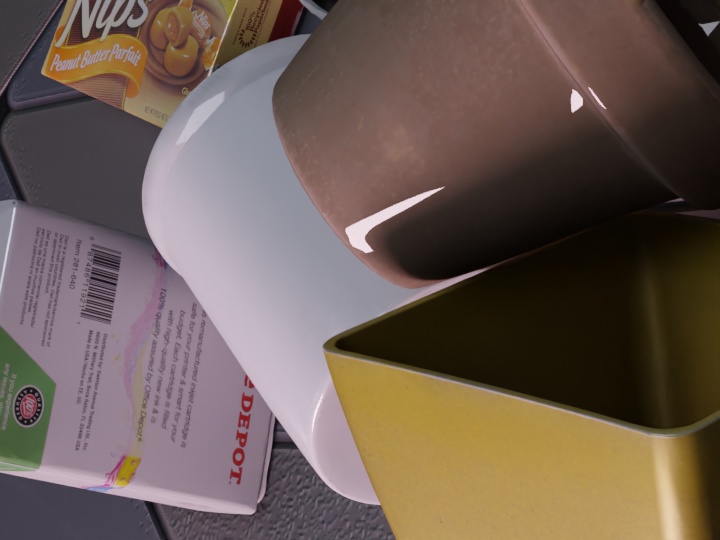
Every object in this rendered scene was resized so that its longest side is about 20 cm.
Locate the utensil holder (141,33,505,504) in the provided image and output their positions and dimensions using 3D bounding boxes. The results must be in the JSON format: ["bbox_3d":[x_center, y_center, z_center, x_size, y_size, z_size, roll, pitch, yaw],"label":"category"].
[{"bbox_3d":[0.000,0.000,1.030,0.170,0.170,0.200,-54,46,20],"label":"utensil holder"}]

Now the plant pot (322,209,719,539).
[{"bbox_3d":[0.132,0.096,0.819,0.200,0.200,0.177,10,116,49],"label":"plant pot"}]

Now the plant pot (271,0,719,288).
[{"bbox_3d":[0.060,-0.085,0.844,0.174,0.200,0.201,-33,52,19],"label":"plant pot"}]

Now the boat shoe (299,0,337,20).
[{"bbox_3d":[-0.018,-0.188,1.192,0.072,0.066,0.200,-55,44,19],"label":"boat shoe"}]

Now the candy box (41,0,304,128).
[{"bbox_3d":[-0.129,-0.158,1.312,0.200,0.055,0.116,26,96,50],"label":"candy box"}]

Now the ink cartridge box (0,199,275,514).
[{"bbox_3d":[-0.149,0.055,1.149,0.084,0.200,0.145,-6,72,50],"label":"ink cartridge box"}]
